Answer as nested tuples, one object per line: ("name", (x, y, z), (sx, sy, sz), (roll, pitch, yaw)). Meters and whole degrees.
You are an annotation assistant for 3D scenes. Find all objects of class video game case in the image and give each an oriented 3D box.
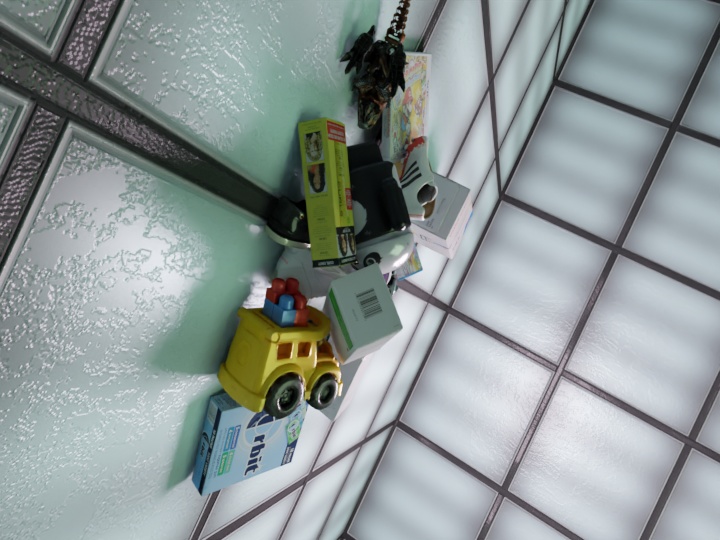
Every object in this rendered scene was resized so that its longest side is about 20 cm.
("video game case", (0.070, -0.090, 1.057), (0.142, 0.017, 0.207), (-15, 88, -68))
("video game case", (0.089, -0.309, 1.014), (0.199, 0.022, 0.189), (-35, 129, -57))

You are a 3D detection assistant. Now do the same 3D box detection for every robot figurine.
("robot figurine", (0.014, -0.096, 0.867), (0.150, 0.120, 0.207), (-26, 100, -80))

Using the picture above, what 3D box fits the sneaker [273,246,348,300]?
("sneaker", (-0.084, 0.016, 0.936), (0.100, 0.078, 0.199), (-49, 139, 3))

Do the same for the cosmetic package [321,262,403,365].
("cosmetic package", (-0.003, 0.076, 0.863), (0.082, 0.111, 0.201), (-20, 166, -14))

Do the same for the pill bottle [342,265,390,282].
("pill bottle", (0.000, 0.000, 1.111), (0.115, 0.109, 0.199), (-66, 162, 8))

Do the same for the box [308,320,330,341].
("box", (-0.146, 0.204, 1.065), (0.199, 0.049, 0.204), (-9, 125, -67))

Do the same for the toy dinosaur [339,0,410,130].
("toy dinosaur", (0.030, -0.324, 0.842), (0.136, 0.098, 0.208), (-58, 150, -70))

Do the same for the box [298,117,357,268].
("box", (-0.046, -0.110, 0.787), (0.075, 0.048, 0.209), (-12, 97, -67))

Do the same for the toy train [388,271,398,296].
("toy train", (0.058, -0.020, 1.275), (0.114, 0.082, 0.208), (-43, 143, -86))

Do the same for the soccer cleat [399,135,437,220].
("soccer cleat", (0.105, -0.166, 0.975), (0.070, 0.082, 0.203), (87, 23, -50))

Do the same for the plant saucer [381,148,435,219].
("plant saucer", (0.093, -0.200, 1.094), (0.198, 0.034, 0.208), (30, 54, -50))

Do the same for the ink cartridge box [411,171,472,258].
("ink cartridge box", (0.211, -0.150, 1.464), (0.151, 0.141, 0.200), (-62, 162, -6))

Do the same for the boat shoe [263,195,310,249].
("boat shoe", (-0.075, -0.073, 0.855), (0.064, 0.073, 0.200), (-58, 160, 12))

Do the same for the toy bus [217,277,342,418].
("toy bus", (-0.110, 0.112, 0.867), (0.196, 0.134, 0.199), (5, 103, -47))

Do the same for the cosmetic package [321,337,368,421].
("cosmetic package", (-0.051, 0.223, 1.216), (0.084, 0.106, 0.204), (-33, 153, -55))

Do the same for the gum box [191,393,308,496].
("gum box", (-0.187, 0.286, 0.954), (0.196, 0.044, 0.175), (-3, 118, -46))
